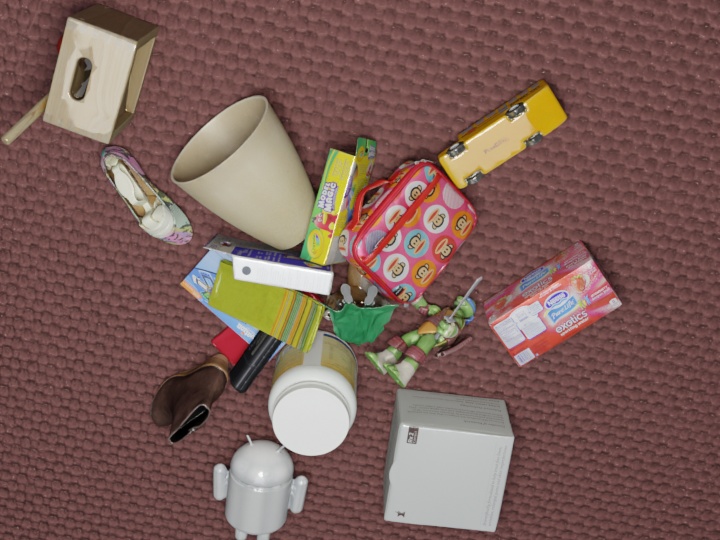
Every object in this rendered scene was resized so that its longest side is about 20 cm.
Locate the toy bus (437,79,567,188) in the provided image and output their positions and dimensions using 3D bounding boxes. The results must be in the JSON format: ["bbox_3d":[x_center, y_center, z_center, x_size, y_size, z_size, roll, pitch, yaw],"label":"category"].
[{"bbox_3d":[0.217,-0.211,1.499,0.200,0.078,0.065,-33,109,12],"label":"toy bus"}]

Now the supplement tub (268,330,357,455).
[{"bbox_3d":[-0.077,0.200,1.598,0.144,0.200,0.145,0,112,1],"label":"supplement tub"}]

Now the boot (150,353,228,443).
[{"bbox_3d":[-0.305,0.234,1.628,0.072,0.167,0.200,43,114,-15],"label":"boot"}]

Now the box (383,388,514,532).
[{"bbox_3d":[0.148,0.329,1.685,0.199,0.131,0.200,7,112,-2],"label":"box"}]

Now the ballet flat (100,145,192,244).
[{"bbox_3d":[-0.348,-0.111,1.547,0.069,0.071,0.200,-33,108,12],"label":"ballet flat"}]

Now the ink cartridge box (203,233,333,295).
[{"bbox_3d":[-0.142,-0.011,1.518,0.199,0.198,0.044,12,97,-4],"label":"ink cartridge box"}]

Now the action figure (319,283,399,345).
[{"bbox_3d":[-0.004,0.077,1.516,0.118,0.200,0.055,6,67,1],"label":"action figure"}]

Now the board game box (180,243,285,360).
[{"bbox_3d":[-0.194,0.051,1.625,0.200,0.019,0.103,42,105,-7],"label":"board game box"}]

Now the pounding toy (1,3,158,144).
[{"bbox_3d":[-0.407,-0.276,1.421,0.142,0.184,0.201,20,111,-7],"label":"pounding toy"}]

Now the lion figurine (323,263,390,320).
[{"bbox_3d":[0.000,0.000,1.587,0.072,0.122,0.201,8,97,-37],"label":"lion figurine"}]

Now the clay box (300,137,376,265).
[{"bbox_3d":[-0.031,-0.111,1.503,0.047,0.115,0.201,17,98,14],"label":"clay box"}]

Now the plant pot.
[{"bbox_3d":[-0.156,-0.133,1.495,0.187,0.188,0.200,-34,121,13],"label":"plant pot"}]

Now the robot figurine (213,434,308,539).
[{"bbox_3d":[-0.180,0.386,1.719,0.169,0.113,0.201,8,112,-4],"label":"robot figurine"}]

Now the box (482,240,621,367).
[{"bbox_3d":[0.313,0.054,1.593,0.200,0.096,0.100,-34,108,13],"label":"box"}]

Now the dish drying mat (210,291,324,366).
[{"bbox_3d":[-0.159,0.088,1.653,0.200,0.018,0.077,-39,103,16],"label":"dish drying mat"}]

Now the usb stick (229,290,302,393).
[{"bbox_3d":[-0.155,0.117,1.604,0.033,0.056,0.200,26,109,-32],"label":"usb stick"}]

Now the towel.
[{"bbox_3d":[-0.155,0.057,1.566,0.199,0.018,0.086,23,100,19],"label":"towel"}]

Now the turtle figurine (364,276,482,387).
[{"bbox_3d":[0.093,0.078,1.569,0.194,0.200,0.144,-44,63,-13],"label":"turtle figurine"}]

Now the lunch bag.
[{"bbox_3d":[0.066,-0.069,1.491,0.176,0.082,0.200,44,80,-25],"label":"lunch bag"}]
